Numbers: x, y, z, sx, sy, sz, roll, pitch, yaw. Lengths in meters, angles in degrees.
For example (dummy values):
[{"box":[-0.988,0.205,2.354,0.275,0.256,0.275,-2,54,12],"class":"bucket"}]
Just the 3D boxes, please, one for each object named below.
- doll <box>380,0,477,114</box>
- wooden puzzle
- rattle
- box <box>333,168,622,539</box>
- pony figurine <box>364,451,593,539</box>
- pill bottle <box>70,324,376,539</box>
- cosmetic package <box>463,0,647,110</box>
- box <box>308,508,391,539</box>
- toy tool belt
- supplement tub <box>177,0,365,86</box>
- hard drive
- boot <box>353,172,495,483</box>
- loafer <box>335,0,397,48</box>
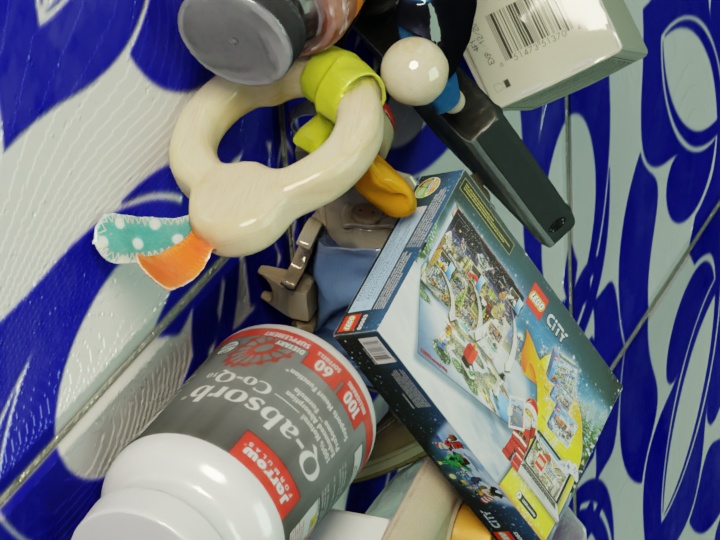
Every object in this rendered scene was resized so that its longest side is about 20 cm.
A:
[{"box":[0.045,-0.156,1.669,0.200,0.048,0.137,-77,164,-57],"class":"doll"},{"box":[0.056,0.225,1.748,0.185,0.046,0.201,-56,147,-54],"class":"wooden puzzle"},{"box":[-0.059,-0.026,1.601,0.143,0.130,0.200,90,24,-55],"class":"rattle"},{"box":[0.076,0.057,1.717,0.200,0.038,0.137,53,48,-29],"class":"box"},{"box":[0.096,0.135,1.984,0.200,0.166,0.193,-95,-151,-56],"class":"pony figurine"},{"box":[-0.079,0.125,1.613,0.200,0.115,0.116,-50,143,-52],"class":"pill bottle"},{"box":[0.130,-0.168,1.933,0.087,0.103,0.200,65,10,2],"class":"cosmetic package"},{"box":[-0.032,0.238,1.764,0.200,0.124,0.098,73,33,-50],"class":"box"},{"box":[0.000,0.000,1.747,0.123,0.124,0.200,-70,157,-43],"class":"toy tool belt"},{"box":[-0.033,-0.196,1.600,0.107,0.107,0.200,77,31,-44],"class":"supplement tub"},{"box":[0.067,-0.102,1.853,0.033,0.140,0.200,-42,153,0],"class":"hard drive"},{"box":[0.037,0.041,1.888,0.155,0.200,0.072,58,20,2],"class":"boot"},{"box":[-0.005,-0.182,1.715,0.201,0.070,0.068,-54,155,-46],"class":"loafer"}]
